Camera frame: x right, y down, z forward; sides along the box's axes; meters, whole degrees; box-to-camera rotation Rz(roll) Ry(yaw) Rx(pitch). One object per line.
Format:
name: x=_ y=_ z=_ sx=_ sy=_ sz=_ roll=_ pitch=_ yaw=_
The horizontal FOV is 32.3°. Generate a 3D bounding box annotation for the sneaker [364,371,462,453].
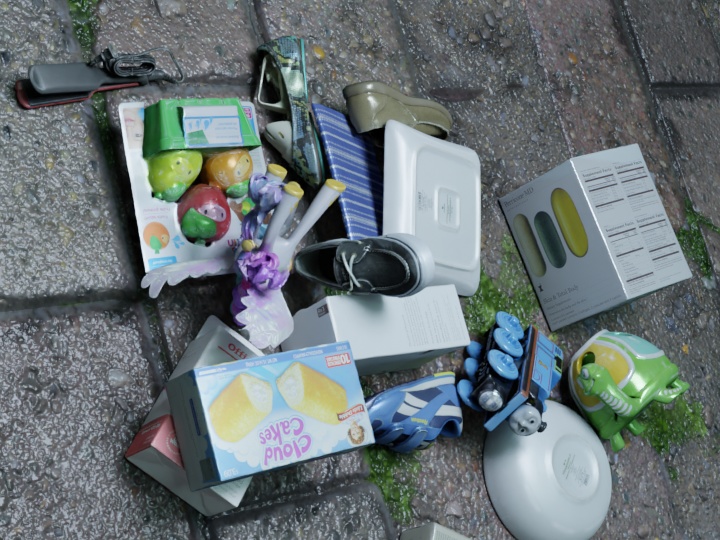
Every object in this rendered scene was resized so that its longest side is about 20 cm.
sneaker: x=0.048 y=0.177 z=1.463 sx=0.199 sy=0.074 sz=0.083 roll=-11 pitch=80 yaw=-39

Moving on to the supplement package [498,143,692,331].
supplement package: x=0.321 y=-0.045 z=1.711 sx=0.150 sy=0.152 sz=0.201 roll=-15 pitch=81 yaw=-39

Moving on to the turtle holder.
turtle holder: x=0.334 y=0.155 z=1.646 sx=0.185 sy=0.141 sz=0.132 roll=-28 pitch=69 yaw=-42

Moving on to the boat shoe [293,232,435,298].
boat shoe: x=0.000 y=0.000 z=1.381 sx=0.071 sy=0.200 sz=0.072 roll=-16 pitch=99 yaw=-36

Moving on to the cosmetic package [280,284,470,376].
cosmetic package: x=0.016 y=0.075 z=1.457 sx=0.199 sy=0.113 sz=0.082 roll=-7 pitch=75 yaw=-37

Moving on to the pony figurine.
pony figurine: x=-0.110 y=-0.009 z=1.330 sx=0.166 sy=0.201 sz=0.193 roll=31 pitch=18 yaw=18

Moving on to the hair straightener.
hair straightener: x=-0.277 y=-0.216 z=1.379 sx=0.199 sy=0.077 sz=0.041 roll=-9 pitch=75 yaw=-39

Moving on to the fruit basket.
fruit basket: x=-0.173 y=-0.095 z=1.398 sx=0.185 sy=0.094 sz=0.201 roll=-6 pitch=78 yaw=-39

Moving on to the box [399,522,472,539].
box: x=0.136 y=0.369 z=1.451 sx=0.200 sy=0.068 sz=0.082 roll=30 pitch=56 yaw=-24

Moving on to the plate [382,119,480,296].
plate: x=0.100 y=-0.077 z=1.579 sx=0.200 sy=0.032 sz=0.201 roll=12 pitch=77 yaw=-50

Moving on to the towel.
towel: x=-0.004 y=-0.099 z=1.536 sx=0.145 sy=0.024 sz=0.201 roll=14 pitch=58 yaw=-64

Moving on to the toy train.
toy train: x=0.190 y=0.130 z=1.546 sx=0.114 sy=0.087 sz=0.200 roll=38 pitch=25 yaw=-7

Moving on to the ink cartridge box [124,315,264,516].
ink cartridge box: x=-0.148 y=0.144 z=1.330 sx=0.116 sy=0.067 sz=0.200 roll=39 pitch=52 yaw=-18

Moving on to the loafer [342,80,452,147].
loafer: x=0.047 y=-0.190 z=1.609 sx=0.200 sy=0.076 sz=0.068 roll=11 pitch=77 yaw=-48

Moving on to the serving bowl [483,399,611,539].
serving bowl: x=0.253 y=0.257 z=1.589 sx=0.199 sy=0.066 sz=0.201 roll=15 pitch=63 yaw=-33

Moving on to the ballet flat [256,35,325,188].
ballet flat: x=-0.091 y=-0.192 z=1.528 sx=0.074 sy=0.074 sz=0.201 roll=3 pitch=68 yaw=-36

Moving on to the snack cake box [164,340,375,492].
snack cake box: x=-0.091 y=0.148 z=1.284 sx=0.199 sy=0.067 sz=0.116 roll=-8 pitch=77 yaw=-40
